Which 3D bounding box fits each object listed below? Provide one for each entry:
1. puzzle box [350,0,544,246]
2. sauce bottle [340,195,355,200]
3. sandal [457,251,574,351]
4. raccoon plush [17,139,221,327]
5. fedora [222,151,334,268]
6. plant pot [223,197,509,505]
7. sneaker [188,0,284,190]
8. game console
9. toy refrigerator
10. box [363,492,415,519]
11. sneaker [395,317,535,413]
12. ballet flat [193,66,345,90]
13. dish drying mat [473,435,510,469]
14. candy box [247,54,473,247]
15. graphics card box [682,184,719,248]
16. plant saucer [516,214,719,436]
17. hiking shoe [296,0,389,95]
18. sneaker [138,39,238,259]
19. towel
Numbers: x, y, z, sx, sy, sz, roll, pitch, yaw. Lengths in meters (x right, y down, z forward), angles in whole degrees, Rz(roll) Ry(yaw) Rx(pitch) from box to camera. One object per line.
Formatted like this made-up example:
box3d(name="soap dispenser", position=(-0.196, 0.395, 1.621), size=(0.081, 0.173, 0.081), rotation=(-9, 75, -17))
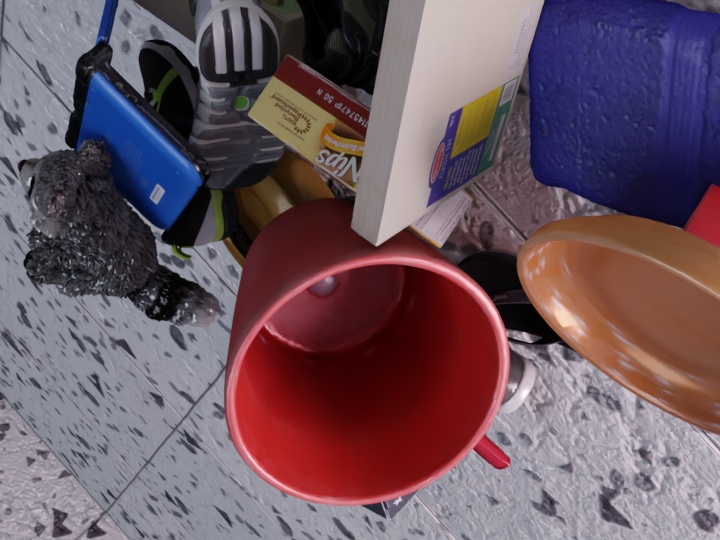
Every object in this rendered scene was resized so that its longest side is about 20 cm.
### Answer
box3d(name="puzzle box", position=(0.057, -0.121, 0.590), size=(0.025, 0.133, 0.201), rotation=(35, 137, 24))
box3d(name="sauce bottle", position=(0.000, 0.000, 0.893), size=(0.066, 0.066, 0.200), rotation=(34, 163, 23))
box3d(name="sandal", position=(0.147, 0.035, 0.811), size=(0.199, 0.043, 0.076), rotation=(17, 138, 41))
box3d(name="raccoon plush", position=(-0.186, -0.033, 0.795), size=(0.199, 0.097, 0.134), rotation=(18, 154, -22))
box3d(name="fedora", position=(-0.080, -0.057, 0.955), size=(0.200, 0.082, 0.201), rotation=(42, 151, 29))
box3d(name="plant pot", position=(-0.011, 0.042, 0.727), size=(0.178, 0.199, 0.201), rotation=(-117, 4, -61))
box3d(name="sneaker", position=(-0.097, -0.157, 0.739), size=(0.200, 0.074, 0.116), rotation=(109, 152, -57))
box3d(name="game console", position=(-0.167, -0.144, 0.771), size=(0.171, 0.118, 0.200), rotation=(44, 161, -8))
box3d(name="toy refrigerator", position=(-0.119, -0.234, 0.806), size=(0.200, 0.076, 0.070), rotation=(37, 128, 20))
box3d(name="box", position=(-0.023, 0.167, 1.111), size=(0.199, 0.104, 0.149), rotation=(19, 138, 39))
box3d(name="sneaker", position=(0.070, 0.063, 0.861), size=(0.099, 0.071, 0.200), rotation=(34, 175, -17))
box3d(name="ballet flat", position=(-0.094, -0.147, 0.882), size=(0.199, 0.071, 0.071), rotation=(14, 135, 39))
box3d(name="dish drying mat", position=(0.052, 0.106, 0.881), size=(0.200, 0.018, 0.077), rotation=(42, 178, -4))
box3d(name="candy box", position=(0.008, -0.084, 0.741), size=(0.115, 0.055, 0.200), rotation=(37, -175, 19))
box3d(name="graphics card box", position=(0.243, 0.034, 0.617), size=(0.125, 0.051, 0.200), rotation=(31, 163, 16))
box3d(name="plant saucer", position=(0.185, 0.032, 0.573), size=(0.200, 0.038, 0.200), rotation=(34, 164, 11))
box3d(name="hiking shoe", position=(0.004, -0.156, 0.723), size=(0.200, 0.101, 0.076), rotation=(54, 148, -9))
box3d(name="sneaker", position=(-0.175, -0.111, 0.880), size=(0.072, 0.082, 0.201), rotation=(-19, 90, 64))
box3d(name="towel", position=(0.198, -0.097, 0.605), size=(0.199, 0.049, 0.148), rotation=(23, 134, 37))
